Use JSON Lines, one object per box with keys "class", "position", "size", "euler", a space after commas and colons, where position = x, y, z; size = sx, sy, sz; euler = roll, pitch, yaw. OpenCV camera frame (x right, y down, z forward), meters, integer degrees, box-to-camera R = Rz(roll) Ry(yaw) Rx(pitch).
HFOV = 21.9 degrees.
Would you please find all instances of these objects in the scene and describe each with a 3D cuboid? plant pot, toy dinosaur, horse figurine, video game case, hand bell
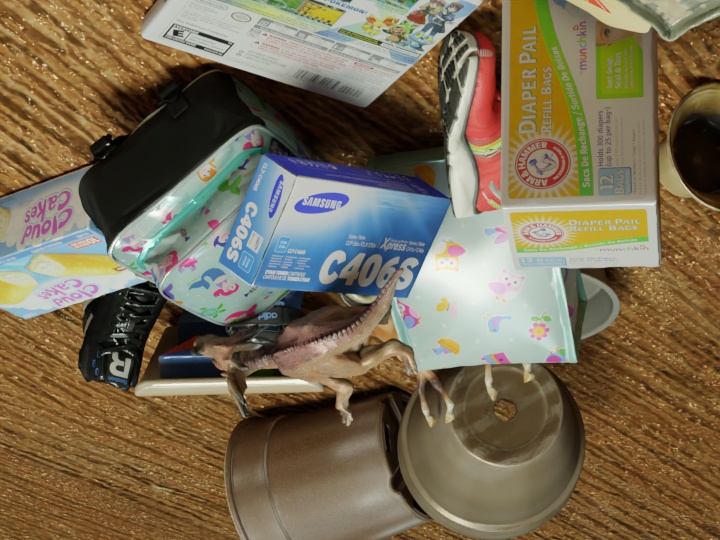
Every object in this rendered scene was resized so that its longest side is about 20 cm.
{"class": "plant pot", "position": [-0.019, 0.238, 2.120], "size": [0.197, 0.202, 0.200], "euler": [-20, 148, 25]}
{"class": "toy dinosaur", "position": [-0.042, 0.062, 1.476], "size": [0.134, 0.087, 0.200], "euler": [6, 155, -32]}
{"class": "horse figurine", "position": [0.083, 0.070, 1.762], "size": [0.199, 0.133, 0.050], "euler": [-29, 179, 41]}
{"class": "video game case", "position": [-0.038, -0.194, 1.381], "size": [0.198, 0.022, 0.182], "euler": [15, 152, -25]}
{"class": "hand bell", "position": [0.253, -0.081, 1.557], "size": [0.103, 0.105, 0.200], "euler": [11, 166, -19]}
{"class": "plant pot", "position": [0.141, 0.161, 1.894], "size": [0.198, 0.202, 0.174], "euler": [3, 162, -2]}

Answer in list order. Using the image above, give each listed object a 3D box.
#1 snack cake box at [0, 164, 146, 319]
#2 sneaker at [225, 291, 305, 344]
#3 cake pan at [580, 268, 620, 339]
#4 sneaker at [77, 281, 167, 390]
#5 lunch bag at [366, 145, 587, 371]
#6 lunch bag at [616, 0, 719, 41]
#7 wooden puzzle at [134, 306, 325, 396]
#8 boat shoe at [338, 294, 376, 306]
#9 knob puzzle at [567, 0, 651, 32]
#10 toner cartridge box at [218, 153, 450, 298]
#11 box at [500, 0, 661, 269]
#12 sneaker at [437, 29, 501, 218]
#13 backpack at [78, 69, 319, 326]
{"class": "snack cake box", "position": [-0.277, -0.023, 1.708], "size": [0.199, 0.068, 0.115], "euler": [-16, 149, 34]}
{"class": "sneaker", "position": [-0.088, 0.009, 1.710], "size": [0.076, 0.112, 0.200], "euler": [1, 155, 2]}
{"class": "cake pan", "position": [0.153, 0.022, 1.809], "size": [0.198, 0.037, 0.201], "euler": [1, 155, 1]}
{"class": "sneaker", "position": [-0.221, 0.054, 1.815], "size": [0.072, 0.113, 0.200], "euler": [12, 153, -21]}
{"class": "lunch bag", "position": [0.101, -0.024, 1.613], "size": [0.169, 0.122, 0.202], "euler": [-5, 120, 17]}
{"class": "lunch bag", "position": [0.223, -0.254, 1.063], "size": [0.117, 0.166, 0.199], "euler": [25, 147, -31]}
{"class": "wooden puzzle", "position": [-0.119, 0.076, 1.849], "size": [0.183, 0.047, 0.200], "euler": [-2, -165, 5]}
{"class": "boat shoe", "position": [0.000, 0.000, 1.739], "size": [0.072, 0.065, 0.200], "euler": [-1, 156, 0]}
{"class": "knob puzzle", "position": [0.123, -0.217, 1.197], "size": [0.219, 0.031, 0.220], "euler": [36, -179, -1]}
{"class": "toner cartridge box", "position": [-0.017, -0.032, 1.476], "size": [0.043, 0.096, 0.199], "euler": [33, -162, 35]}
{"class": "box", "position": [0.158, -0.111, 1.330], "size": [0.111, 0.202, 0.102], "euler": [-3, 155, 10]}
{"class": "sneaker", "position": [0.105, -0.120, 1.461], "size": [0.084, 0.078, 0.201], "euler": [-7, 147, 1]}
{"class": "backpack", "position": [-0.109, -0.048, 1.532], "size": [0.177, 0.151, 0.200], "euler": [-40, 153, 7]}
